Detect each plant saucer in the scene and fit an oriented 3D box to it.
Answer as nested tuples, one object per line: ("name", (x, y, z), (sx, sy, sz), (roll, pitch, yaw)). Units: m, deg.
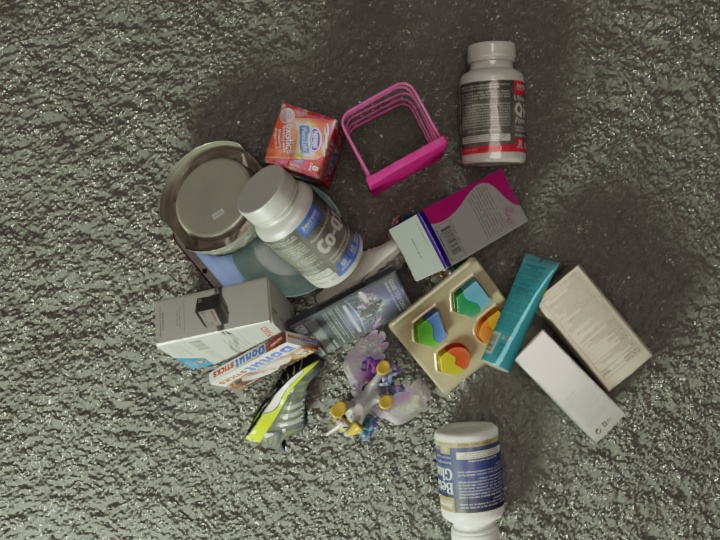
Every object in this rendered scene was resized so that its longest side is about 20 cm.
("plant saucer", (-0.126, -0.054, 1.589), (0.200, 0.039, 0.202), (0, 87, -3))

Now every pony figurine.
("pony figurine", (0.018, 0.207, 1.559), (0.193, 0.200, 0.167), (-42, 84, -14))

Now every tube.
("tube", (0.262, 0.068, 1.537), (0.050, 0.077, 0.201), (30, 83, -44))

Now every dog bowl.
("dog bowl", (-0.237, -0.115, 1.550), (0.199, 0.059, 0.201), (-7, 69, 19))

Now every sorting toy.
("sorting toy", (0.170, 0.100, 1.567), (0.185, 0.036, 0.200), (-39, 121, 1))

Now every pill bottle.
("pill bottle", (-0.096, -0.070, 1.470), (0.114, 0.114, 0.200), (-46, 127, 2))
("pill bottle", (0.189, 0.367, 1.583), (0.110, 0.111, 0.201), (-5, 91, 1))
("pill bottle", (0.223, -0.279, 1.563), (0.110, 0.111, 0.201), (-2, 92, 1))

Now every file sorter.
("file sorter", (0.049, -0.217, 1.524), (0.139, 0.200, 0.126), (-28, 89, 1))

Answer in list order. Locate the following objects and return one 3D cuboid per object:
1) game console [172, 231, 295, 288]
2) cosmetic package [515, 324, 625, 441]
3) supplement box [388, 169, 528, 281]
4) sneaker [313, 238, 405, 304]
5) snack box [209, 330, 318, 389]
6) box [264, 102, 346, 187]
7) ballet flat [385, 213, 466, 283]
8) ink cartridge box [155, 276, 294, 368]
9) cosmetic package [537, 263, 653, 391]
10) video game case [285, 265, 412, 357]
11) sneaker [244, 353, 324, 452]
("game console", (-0.209, -0.050, 1.615), (0.177, 0.031, 0.200), (-39, 92, 2))
("cosmetic package", (0.348, 0.190, 1.582), (0.071, 0.101, 0.200), (-45, 92, 1))
("supplement box", (0.163, -0.076, 1.531), (0.200, 0.103, 0.102), (-28, 91, -31))
("sneaker", (0.000, 0.000, 1.578), (0.200, 0.076, 0.081), (-42, 66, 17))
("snack box", (-0.164, 0.153, 1.553), (0.200, 0.072, 0.024), (-30, 57, 35))
("box", (-0.087, -0.202, 1.524), (0.095, 0.200, 0.100), (19, 91, 3))
("ballet flat", (0.128, -0.019, 1.603), (0.200, 0.076, 0.064), (41, 123, 4))
("ink cartridge box", (-0.220, 0.090, 1.540), (0.199, 0.145, 0.084), (-12, 65, 11))
("cosmetic package", (0.389, 0.096, 1.584), (0.103, 0.087, 0.200), (-38, 90, 0))
("video game case", (-0.014, 0.075, 1.569), (0.199, 0.143, 0.019), (-29, 58, 1))
("sneaker", (-0.116, 0.229, 1.602), (0.081, 0.074, 0.200), (33, 108, -11))
